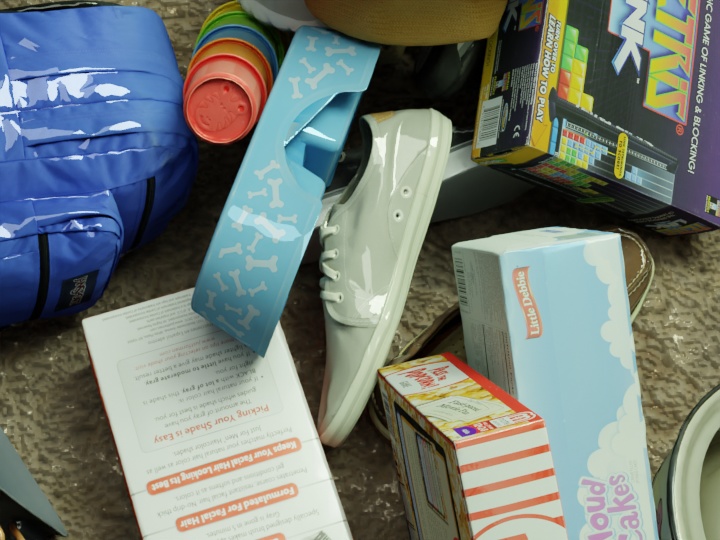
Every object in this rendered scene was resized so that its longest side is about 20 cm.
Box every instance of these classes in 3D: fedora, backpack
[{"bbox_3d":[0.025,-0.175,0.972,0.199,0.082,0.201,3,23,-1],"label":"fedora"},{"bbox_3d":[-0.193,-0.057,1.015,0.199,0.163,0.169,-13,74,-22],"label":"backpack"}]

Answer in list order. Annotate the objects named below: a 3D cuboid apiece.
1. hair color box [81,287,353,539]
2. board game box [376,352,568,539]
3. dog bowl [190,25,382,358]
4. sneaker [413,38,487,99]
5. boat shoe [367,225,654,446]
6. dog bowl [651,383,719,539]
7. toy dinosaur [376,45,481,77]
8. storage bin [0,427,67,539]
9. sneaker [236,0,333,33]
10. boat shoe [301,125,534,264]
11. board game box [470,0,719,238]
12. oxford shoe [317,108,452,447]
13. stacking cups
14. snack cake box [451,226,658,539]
[{"bbox_3d":[-0.078,0.111,0.986,0.110,0.064,0.201,-16,65,-9],"label":"hair color box"},{"bbox_3d":[0.059,0.133,0.878,0.046,0.200,0.152,-13,99,-8],"label":"board game box"},{"bbox_3d":[-0.041,-0.051,0.970,0.049,0.112,0.201,21,62,-2],"label":"dog bowl"},{"bbox_3d":[0.123,-0.153,1.098,0.115,0.075,0.200,41,58,-8],"label":"sneaker"},{"bbox_3d":[0.095,0.033,1.023,0.202,0.075,0.075,-36,71,-17],"label":"boat shoe"},{"bbox_3d":[0.238,0.156,0.944,0.199,0.074,0.201,11,58,-18],"label":"dog bowl"},{"bbox_3d":[0.043,-0.174,1.131,0.101,0.058,0.201,-20,67,-12],"label":"toy dinosaur"},{"bbox_3d":[-0.254,0.121,0.913,0.134,0.200,0.146,-36,70,-6],"label":"storage bin"},{"bbox_3d":[-0.040,-0.210,1.088,0.074,0.082,0.200,7,35,-25],"label":"sneaker"},{"bbox_3d":[0.029,-0.064,1.076,0.199,0.070,0.067,-20,68,-3],"label":"boat shoe"},{"bbox_3d":[0.155,-0.138,1.052,0.165,0.057,0.201,17,74,-33],"label":"board game box"},{"bbox_3d":[0.000,0.000,0.999,0.057,0.075,0.201,16,87,-9],"label":"oxford shoe"},{"bbox_3d":[-0.078,-0.112,1.027,0.060,0.200,0.061,1,109,2],"label":"stacking cups"},{"bbox_3d":[0.104,0.081,0.932,0.067,0.115,0.201,-9,95,-10],"label":"snack cake box"}]
